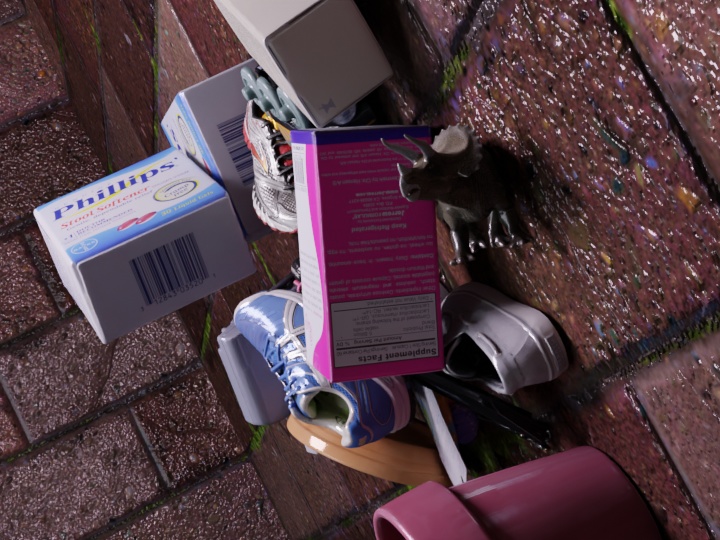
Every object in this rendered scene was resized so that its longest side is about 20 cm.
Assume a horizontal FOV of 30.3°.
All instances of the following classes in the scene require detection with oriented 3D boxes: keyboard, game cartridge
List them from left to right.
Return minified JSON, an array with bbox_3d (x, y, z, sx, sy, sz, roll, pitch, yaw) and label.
[{"bbox_3d":[-0.064,0.073,1.455,0.040,0.200,0.134,13,132,40],"label":"game cartridge"},{"bbox_3d":[0.097,0.110,1.158,0.127,0.021,0.200,35,173,-30],"label":"keyboard"}]

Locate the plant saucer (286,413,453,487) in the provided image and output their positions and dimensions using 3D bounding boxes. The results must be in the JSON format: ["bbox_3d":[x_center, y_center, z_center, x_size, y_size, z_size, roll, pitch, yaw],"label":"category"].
[{"bbox_3d":[0.022,0.176,1.403,0.200,0.199,0.038,31,104,65],"label":"plant saucer"}]

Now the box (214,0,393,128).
[{"bbox_3d":[-0.057,-0.206,1.107,0.095,0.077,0.200,57,177,-35],"label":"box"}]

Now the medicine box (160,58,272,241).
[{"bbox_3d":[-0.143,-0.128,1.561,0.183,0.102,0.200,65,165,-2],"label":"medicine box"}]

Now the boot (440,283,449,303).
[{"bbox_3d":[0.000,0.000,1.251,0.200,0.095,0.074,41,116,45],"label":"boot"}]

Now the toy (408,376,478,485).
[{"bbox_3d":[0.079,0.118,1.304,0.115,0.047,0.201,80,164,-63],"label":"toy"}]

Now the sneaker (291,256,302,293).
[{"bbox_3d":[-0.036,0.030,1.327,0.095,0.079,0.200,39,-164,-6],"label":"sneaker"}]

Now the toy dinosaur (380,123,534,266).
[{"bbox_3d":[0.079,-0.062,0.980,0.200,0.076,0.103,-37,-69,-77],"label":"toy dinosaur"}]

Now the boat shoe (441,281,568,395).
[{"bbox_3d":[0.099,0.063,1.095,0.200,0.068,0.072,30,143,65],"label":"boat shoe"}]

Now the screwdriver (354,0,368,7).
[{"bbox_3d":[-0.043,-0.302,1.067,0.029,0.028,0.201,-24,91,45],"label":"screwdriver"}]

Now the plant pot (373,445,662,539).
[{"bbox_3d":[0.133,0.235,1.045,0.201,0.178,0.201,56,163,27],"label":"plant pot"}]

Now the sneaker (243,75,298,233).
[{"bbox_3d":[-0.081,-0.121,1.367,0.082,0.077,0.201,96,157,-53],"label":"sneaker"}]

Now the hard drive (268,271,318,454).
[{"bbox_3d":[-0.043,0.091,1.526,0.027,0.132,0.201,8,127,44],"label":"hard drive"}]

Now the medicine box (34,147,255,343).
[{"bbox_3d":[-0.241,-0.033,1.466,0.200,0.181,0.104,38,150,58],"label":"medicine box"}]

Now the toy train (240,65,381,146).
[{"bbox_3d":[-0.041,-0.145,1.227,0.114,0.085,0.200,60,169,-26],"label":"toy train"}]

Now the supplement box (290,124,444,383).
[{"bbox_3d":[0.004,-0.017,1.101,0.101,0.102,0.202,-154,61,-75],"label":"supplement box"}]

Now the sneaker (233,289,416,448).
[{"bbox_3d":[-0.045,0.085,1.194,0.199,0.077,0.076,32,134,28],"label":"sneaker"}]
